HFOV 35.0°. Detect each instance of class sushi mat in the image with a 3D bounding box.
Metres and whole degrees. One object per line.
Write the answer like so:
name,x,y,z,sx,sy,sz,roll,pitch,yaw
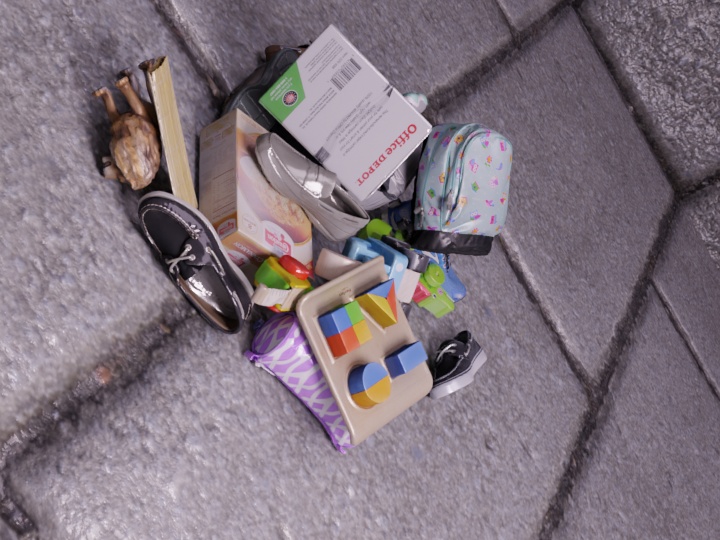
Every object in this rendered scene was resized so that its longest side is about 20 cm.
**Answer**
sushi mat,-0.228,-0.154,1.390,0.096,0.012,0.202,-88,171,-70

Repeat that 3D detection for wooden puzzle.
wooden puzzle,0.018,0.097,1.461,0.185,0.046,0.202,-27,99,-49

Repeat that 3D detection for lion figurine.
lion figurine,-0.266,-0.184,1.401,0.123,0.072,0.200,63,24,-18

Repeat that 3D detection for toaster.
toaster,0.009,-0.194,1.799,0.201,0.113,0.130,53,33,-21

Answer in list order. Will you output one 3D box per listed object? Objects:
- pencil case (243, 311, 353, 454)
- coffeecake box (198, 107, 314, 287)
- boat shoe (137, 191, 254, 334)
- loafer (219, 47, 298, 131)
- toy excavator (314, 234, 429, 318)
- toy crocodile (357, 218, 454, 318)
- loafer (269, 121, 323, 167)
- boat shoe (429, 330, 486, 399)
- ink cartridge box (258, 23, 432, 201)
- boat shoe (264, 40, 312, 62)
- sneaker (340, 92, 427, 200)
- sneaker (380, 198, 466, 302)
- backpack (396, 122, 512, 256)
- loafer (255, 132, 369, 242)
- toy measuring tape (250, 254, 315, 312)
pencil case,-0.058,0.141,1.464,0.200,0.084,0.086,47,71,-22
coffeecake box,-0.139,-0.088,1.518,0.153,0.073,0.202,35,40,-44
boat shoe,-0.200,-0.006,1.367,0.201,0.073,0.061,56,24,-28
loafer,-0.152,-0.244,1.640,0.072,0.062,0.201,57,45,-26
toy excavator,0.000,0.000,1.609,0.198,0.101,0.194,17,9,-28
toy crocodile,0.074,-0.002,1.796,0.200,0.067,0.062,51,38,-16
loafer,-0.081,-0.170,1.684,0.063,0.072,0.202,7,58,-59
boat shoe,0.145,0.143,1.788,0.068,0.071,0.200,63,27,-4
ink cartridge box,-0.020,-0.214,1.574,0.200,0.146,0.084,45,3,-5
boat shoe,-0.077,-0.326,1.806,0.199,0.072,0.073,-6,70,-59
sneaker,0.035,-0.174,1.692,0.199,0.078,0.141,-26,98,-27
sneaker,0.118,-0.032,1.856,0.201,0.089,0.079,52,21,-21
backpack,0.156,-0.126,1.752,0.166,0.126,0.202,2,97,-49
loafer,-0.063,-0.117,1.517,0.200,0.069,0.070,43,36,-38
toy measuring tape,-0.109,0.015,1.396,0.074,0.073,0.200,67,14,8
